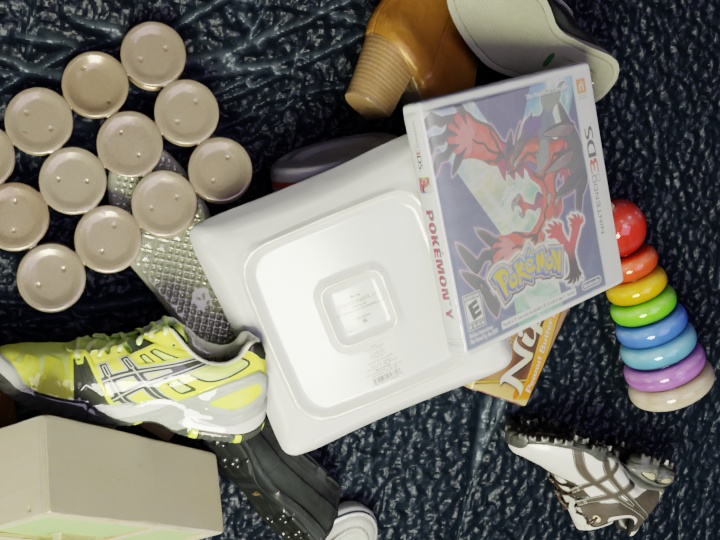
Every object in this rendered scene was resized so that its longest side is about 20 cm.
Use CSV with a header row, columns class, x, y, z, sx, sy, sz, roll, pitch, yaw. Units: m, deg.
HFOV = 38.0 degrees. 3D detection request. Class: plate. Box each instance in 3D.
class,x,y,z,sx,sy,sz,roll,pitch,yaw
plate,-0.002,0.024,0.778,0.197,0.032,0.203,-22,107,0

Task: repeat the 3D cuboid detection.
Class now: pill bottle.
class,x,y,z,sx,sy,sz,roll,pitch,yaw
pill bottle,0.000,0.000,0.846,0.111,0.112,0.203,-18,108,-18

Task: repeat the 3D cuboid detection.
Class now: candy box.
class,x,y,z,sx,sy,sz,roll,pitch,yaw
candy box,0.143,0.011,0.915,0.115,0.055,0.203,23,92,-54

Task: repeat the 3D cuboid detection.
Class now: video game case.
class,x,y,z,sx,sy,sz,roll,pitch,yaw
video game case,0.124,-0.053,0.797,0.198,0.023,0.186,-20,102,-38

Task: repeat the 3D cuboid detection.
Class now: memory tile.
class,x,y,z,sx,sy,sz,roll,pitch,yaw
memory tile,-0.192,-0.080,0.777,0.198,0.017,0.155,-33,93,-12

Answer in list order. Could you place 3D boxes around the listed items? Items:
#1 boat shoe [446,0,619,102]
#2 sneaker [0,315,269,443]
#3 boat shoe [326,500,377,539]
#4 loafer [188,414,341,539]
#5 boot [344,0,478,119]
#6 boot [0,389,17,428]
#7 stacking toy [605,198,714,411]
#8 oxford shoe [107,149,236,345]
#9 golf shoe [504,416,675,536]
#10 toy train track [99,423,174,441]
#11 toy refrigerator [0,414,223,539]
class,x,y,z,sx,sy,sz,roll,pitch,yaw
boat shoe,0.134,-0.203,0.864,0.198,0.068,0.072,22,125,-41
sneaker,-0.161,0.067,0.751,0.196,0.075,0.078,9,104,-17
boat shoe,-0.050,0.294,0.900,0.202,0.086,0.075,-45,114,-8
loafer,-0.081,0.148,0.867,0.201,0.067,0.071,54,49,-30
boot,0.082,-0.156,0.874,0.200,0.070,0.146,37,74,-35
boot,-0.251,0.161,0.760,0.187,0.068,0.204,-19,97,-59
stacking toy,0.267,0.027,0.985,0.084,0.085,0.203,-27,106,-15
oxford shoe,-0.138,-0.005,0.821,0.074,0.058,0.202,-30,96,-8
golf shoe,0.214,0.202,0.998,0.197,0.078,0.096,21,93,-24
toy train track,-0.218,0.129,0.828,0.114,0.033,0.201,36,92,-32
toy refrigerator,-0.183,0.160,0.743,0.200,0.075,0.071,33,43,-60
